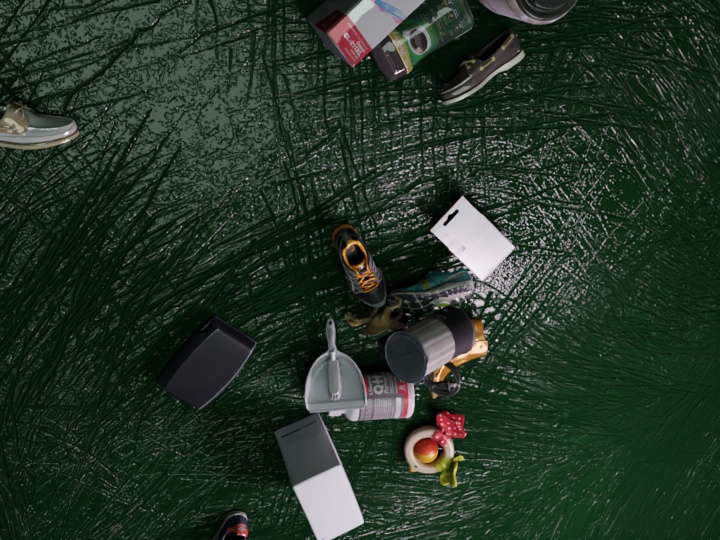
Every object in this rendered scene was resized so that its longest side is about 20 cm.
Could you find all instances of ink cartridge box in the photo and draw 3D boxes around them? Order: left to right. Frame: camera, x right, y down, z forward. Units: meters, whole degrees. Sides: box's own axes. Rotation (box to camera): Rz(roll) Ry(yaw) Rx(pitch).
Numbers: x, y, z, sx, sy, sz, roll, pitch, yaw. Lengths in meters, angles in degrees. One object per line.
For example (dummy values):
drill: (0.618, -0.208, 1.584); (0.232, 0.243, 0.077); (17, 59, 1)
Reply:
ink cartridge box: (0.017, -0.475, 1.289); (0.200, 0.146, 0.083); (-41, 122, 4)
ink cartridge box: (0.245, -0.078, 1.624); (0.109, 0.050, 0.200); (-46, 119, 8)

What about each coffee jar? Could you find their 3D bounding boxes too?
coffee jar: (0.108, -0.453, 1.367); (0.199, 0.085, 0.105); (-35, 125, -1)

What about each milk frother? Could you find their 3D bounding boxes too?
milk frother: (0.152, 0.208, 1.612); (0.187, 0.180, 0.202); (-20, 89, -44)

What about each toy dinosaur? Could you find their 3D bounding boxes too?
toy dinosaur: (0.057, 0.109, 1.594); (0.101, 0.199, 0.059); (-48, 124, -32)

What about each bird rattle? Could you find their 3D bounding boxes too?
bird rattle: (0.192, 0.454, 1.846); (0.161, 0.113, 0.202); (-5, 115, 2)

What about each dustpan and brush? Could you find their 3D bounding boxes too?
dustpan and brush: (-0.061, 0.210, 1.624); (0.138, 0.202, 0.057); (-5, 162, 2)

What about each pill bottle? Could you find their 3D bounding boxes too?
pill bottle: (0.020, 0.294, 1.690); (0.198, 0.111, 0.112); (-2, 116, -11)

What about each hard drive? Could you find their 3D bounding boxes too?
hard drive: (-0.332, 0.206, 1.569); (0.135, 0.042, 0.200); (38, 99, -30)

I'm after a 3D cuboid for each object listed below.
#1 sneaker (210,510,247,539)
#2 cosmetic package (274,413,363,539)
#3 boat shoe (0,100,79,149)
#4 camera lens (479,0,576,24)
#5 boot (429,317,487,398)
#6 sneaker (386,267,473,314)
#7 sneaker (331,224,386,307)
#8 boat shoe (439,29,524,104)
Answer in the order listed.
sneaker: (-0.336, 0.696, 1.787); (0.074, 0.085, 0.201); (16, 110, -25)
cosmetic package: (-0.098, 0.485, 1.697); (0.122, 0.200, 0.201); (-22, 121, -7)
boat shoe: (-0.589, -0.251, 1.234); (0.198, 0.075, 0.069); (-6, 123, -15)
camera lens: (0.303, -0.545, 1.322); (0.158, 0.200, 0.161); (-8, 118, -15)
boot: (0.236, 0.214, 1.747); (0.142, 0.071, 0.203); (-3, 109, -8)
sneaker: (0.157, 0.044, 1.641); (0.198, 0.080, 0.078); (-12, 138, 8)
sneaker: (0.000, 0.000, 1.548); (0.078, 0.077, 0.201); (-32, 113, -3)
boat shoe: (0.235, -0.407, 1.446); (0.200, 0.072, 0.061); (-36, 117, -7)
